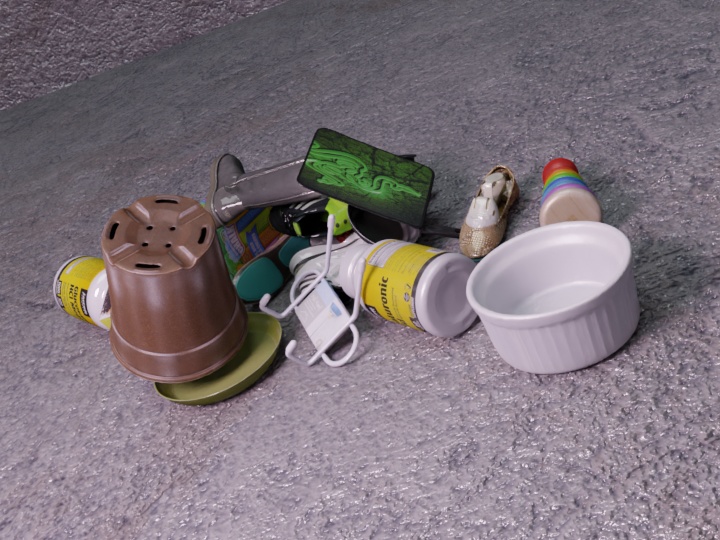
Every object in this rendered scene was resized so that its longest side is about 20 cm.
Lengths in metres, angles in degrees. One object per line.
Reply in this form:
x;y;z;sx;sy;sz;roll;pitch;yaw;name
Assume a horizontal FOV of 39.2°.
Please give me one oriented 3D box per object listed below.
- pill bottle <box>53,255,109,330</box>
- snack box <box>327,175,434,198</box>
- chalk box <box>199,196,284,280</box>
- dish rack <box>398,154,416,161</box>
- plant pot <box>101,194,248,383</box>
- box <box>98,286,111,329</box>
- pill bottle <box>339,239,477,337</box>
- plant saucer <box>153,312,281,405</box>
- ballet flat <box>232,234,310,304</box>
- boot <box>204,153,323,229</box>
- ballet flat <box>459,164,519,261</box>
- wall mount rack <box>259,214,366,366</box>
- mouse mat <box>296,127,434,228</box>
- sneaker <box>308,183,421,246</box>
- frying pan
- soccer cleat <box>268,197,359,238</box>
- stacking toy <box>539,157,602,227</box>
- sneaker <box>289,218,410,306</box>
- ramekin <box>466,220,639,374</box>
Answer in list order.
-0.428;0.040;1.709;0.112;0.113;0.200;-40;31;-29;pill bottle
0.034;-0.134;1.632;0.072;0.024;0.200;-18;-6;38;snack box
-0.233;-0.040;1.690;0.125;0.124;0.200;3;38;40;chalk box
-0.018;-0.167;1.760;0.153;0.055;0.200;-10;9;-42;dish rack
-0.262;0.015;1.390;0.200;0.198;0.200;0;47;0;plant pot
-0.348;0.004;1.583;0.075;0.050;0.200;-20;43;22;box
0.062;0.017;1.366;0.111;0.111;0.200;-38;29;-25;pill bottle
-0.200;0.132;1.455;0.200;0.031;0.200;-19;27;10;plant saucer
-0.146;-0.002;1.632;0.200;0.068;0.067;-39;11;-37;ballet flat
-0.142;-0.152;1.601;0.200;0.073;0.182;-23;41;20;boot
0.188;-0.094;1.511;0.070;0.065;0.200;0;36;21;ballet flat
-0.052;0.030;1.396;0.174;0.075;0.200;-48;41;11;wall mount rack
0.012;-0.142;1.530;0.200;0.008;0.161;19;41;-3;mouse mat
0.008;-0.083;1.592;0.201;0.067;0.108;-20;-6;1;sneaker
0.064;-0.075;1.508;0.190;0.031;0.115;-7;54;-32;frying pan
-0.087;-0.081;1.567;0.200;0.068;0.081;0;24;46;soccer cleat
0.297;-0.110;1.459;0.085;0.085;0.200;-16;21;14;stacking toy
0.000;0.000;1.515;0.200;0.076;0.115;-20;44;-1;sneaker
0.236;0.034;1.213;0.200;0.098;0.201;-18;27;10;ramekin
